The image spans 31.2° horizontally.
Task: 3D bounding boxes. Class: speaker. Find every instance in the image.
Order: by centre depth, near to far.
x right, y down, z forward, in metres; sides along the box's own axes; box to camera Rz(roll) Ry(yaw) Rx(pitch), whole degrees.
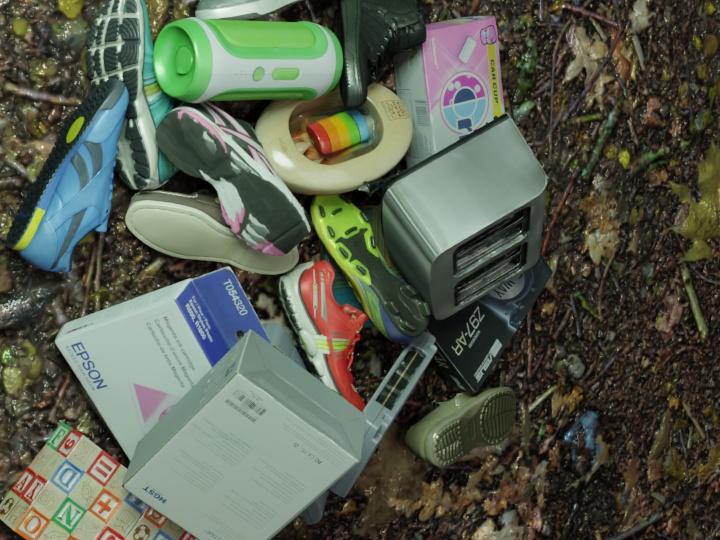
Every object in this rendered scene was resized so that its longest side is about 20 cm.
[{"bbox_3d":[-0.112,-0.215,1.322,0.199,0.088,0.089,-9,103,-45],"label":"speaker"}]

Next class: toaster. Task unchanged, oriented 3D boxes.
[{"bbox_3d":[0.114,-0.056,1.459,0.199,0.119,0.181,-30,154,-10],"label":"toaster"}]

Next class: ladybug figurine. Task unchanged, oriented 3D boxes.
[{"bbox_3d":[-0.031,-0.144,1.433,0.198,0.072,0.137,-18,72,-26],"label":"ladybug figurine"}]

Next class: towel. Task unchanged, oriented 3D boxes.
[{"bbox_3d":[0.032,-0.006,1.552,0.199,0.022,0.148,-4,102,-37],"label":"towel"}]

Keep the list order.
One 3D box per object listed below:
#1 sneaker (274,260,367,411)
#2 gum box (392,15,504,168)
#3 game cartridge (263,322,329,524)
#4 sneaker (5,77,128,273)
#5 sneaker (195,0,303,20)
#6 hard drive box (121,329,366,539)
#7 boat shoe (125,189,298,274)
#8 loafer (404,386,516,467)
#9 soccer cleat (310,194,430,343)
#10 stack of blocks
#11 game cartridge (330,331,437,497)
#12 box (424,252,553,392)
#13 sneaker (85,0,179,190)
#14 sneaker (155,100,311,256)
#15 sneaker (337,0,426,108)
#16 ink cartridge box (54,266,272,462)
[{"bbox_3d":[-0.025,0.081,1.468,0.084,0.077,0.201,-26,113,-10],"label":"sneaker"},{"bbox_3d":[0.110,-0.195,1.545,0.113,0.066,0.202,-17,108,-31],"label":"gum box"},{"bbox_3d":[-0.077,0.165,1.444,0.133,0.041,0.201,-68,140,-59],"label":"game cartridge"},{"bbox_3d":[-0.272,-0.092,1.280,0.078,0.066,0.201,28,92,-29],"label":"sneaker"},{"bbox_3d":[-0.098,-0.338,1.362,0.199,0.083,0.122,-27,111,-28],"label":"sneaker"},{"bbox_3d":[-0.117,0.182,1.295,0.156,0.077,0.200,38,118,-17],"label":"hard drive box"},{"bbox_3d":[-0.159,-0.051,1.383,0.198,0.072,0.060,14,47,-27],"label":"boat shoe"},{"bbox_3d":[0.128,0.189,1.627,0.199,0.068,0.077,-14,108,-50],"label":"loafer"},{"bbox_3d":[0.000,0.001,1.468,0.065,0.084,0.201,-39,95,-31],"label":"soccer cleat"},{"bbox_3d":[-0.269,0.267,1.358,0.200,0.058,0.116,45,72,-32],"label":"stack of blocks"},{"bbox_3d":[0.022,0.167,1.483,0.200,0.040,0.134,-50,167,-56],"label":"game cartridge"},{"bbox_3d":[0.143,0.025,1.605,0.201,0.043,0.161,-54,128,-21],"label":"box"},{"bbox_3d":[-0.225,-0.184,1.318,0.079,0.077,0.202,-29,120,-49],"label":"sneaker"},{"bbox_3d":[-0.118,-0.109,1.335,0.200,0.080,0.087,51,32,-24],"label":"sneaker"},{"bbox_3d":[0.028,-0.262,1.429,0.103,0.060,0.201,1,55,-7],"label":"sneaker"},{"bbox_3d":[-0.182,0.113,1.329,0.043,0.198,0.197,-76,143,-59],"label":"ink cartridge box"}]
